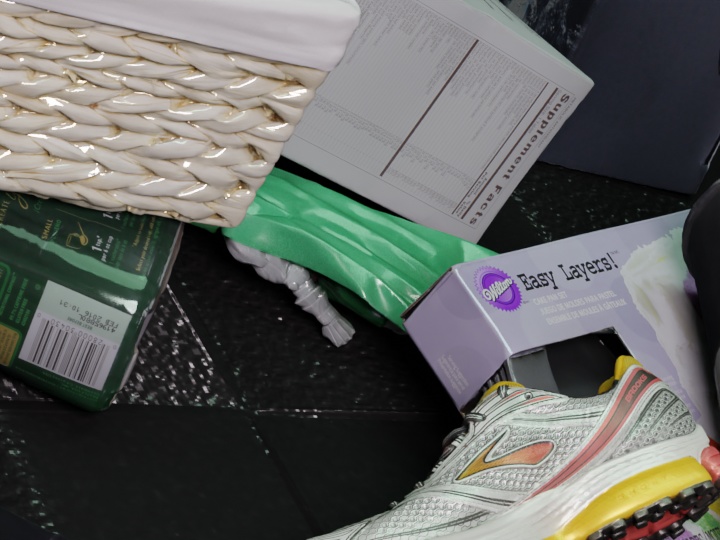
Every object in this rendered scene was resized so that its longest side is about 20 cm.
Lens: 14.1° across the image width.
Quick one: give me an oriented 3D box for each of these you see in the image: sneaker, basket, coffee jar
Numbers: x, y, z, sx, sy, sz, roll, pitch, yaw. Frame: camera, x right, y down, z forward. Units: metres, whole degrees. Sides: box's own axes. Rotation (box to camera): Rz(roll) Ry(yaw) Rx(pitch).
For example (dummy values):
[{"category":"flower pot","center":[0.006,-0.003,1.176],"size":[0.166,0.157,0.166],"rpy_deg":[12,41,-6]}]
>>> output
[{"category":"sneaker","center":[0.053,0.096,1.205],"size":[0.200,0.078,0.082],"rpy_deg":[-18,66,-25]},{"category":"basket","center":[-0.123,-0.108,1.223],"size":[0.200,0.124,0.136],"rpy_deg":[9,33,-26]},{"category":"coffee jar","center":[-0.182,-0.020,1.252],"size":[0.200,0.085,0.104],"rpy_deg":[22,37,-5]}]

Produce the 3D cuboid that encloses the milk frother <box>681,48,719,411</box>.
[{"category":"milk frother","center":[0.207,0.016,1.248],"size":[0.200,0.180,0.188],"rpy_deg":[35,35,-37]}]

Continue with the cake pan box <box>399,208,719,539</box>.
[{"category":"cake pan box","center":[0.135,0.068,1.339],"size":[0.200,0.052,0.184],"rpy_deg":[-11,60,-45]}]

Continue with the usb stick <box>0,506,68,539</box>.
[{"category":"usb stick","center":[-0.089,0.140,1.121],"size":[0.200,0.033,0.055],"rpy_deg":[27,23,3]}]

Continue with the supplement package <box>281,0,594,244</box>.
[{"category":"supplement package","center":[-0.001,-0.109,1.436],"size":[0.200,0.114,0.110],"rpy_deg":[26,14,-46]}]

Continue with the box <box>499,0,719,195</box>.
[{"category":"box","center":[0.156,-0.185,1.655],"size":[0.117,0.197,0.200],"rpy_deg":[11,32,-21]}]

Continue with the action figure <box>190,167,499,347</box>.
[{"category":"action figure","center":[0.000,0.000,1.388],"size":[0.200,0.055,0.118],"rpy_deg":[27,31,-5]}]
